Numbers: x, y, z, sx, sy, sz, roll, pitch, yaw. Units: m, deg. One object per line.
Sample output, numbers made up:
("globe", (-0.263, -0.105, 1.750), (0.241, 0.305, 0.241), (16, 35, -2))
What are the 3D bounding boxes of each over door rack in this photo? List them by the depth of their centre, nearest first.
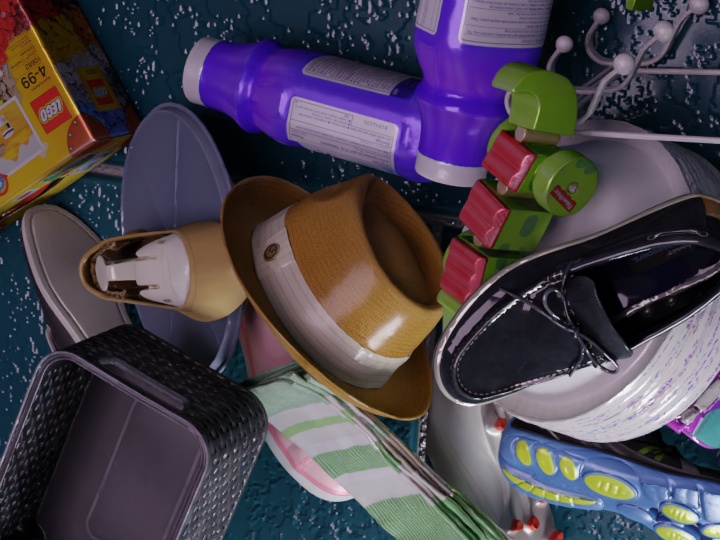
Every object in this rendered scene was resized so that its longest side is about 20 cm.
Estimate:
("over door rack", (0.209, -0.116, 1.297), (0.200, 0.148, 0.067), (16, 119, 23))

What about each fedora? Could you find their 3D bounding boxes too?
("fedora", (0.000, 0.000, 1.356), (0.082, 0.201, 0.201), (-41, 81, 23))

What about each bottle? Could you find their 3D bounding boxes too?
("bottle", (0.076, -0.153, 1.317), (0.065, 0.083, 0.200), (34, 119, 50))
("bottle", (-0.025, -0.114, 1.440), (0.200, 0.084, 0.065), (17, 104, 22))

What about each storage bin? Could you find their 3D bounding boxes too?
("storage bin", (-0.164, 0.153, 1.403), (0.135, 0.094, 0.200), (29, 110, 16))

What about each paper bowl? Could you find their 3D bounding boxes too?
("paper bowl", (0.139, 0.001, 1.331), (0.200, 0.104, 0.201), (-23, 57, 41))

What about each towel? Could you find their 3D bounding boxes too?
("towel", (0.009, 0.137, 1.400), (0.200, 0.023, 0.153), (42, 160, -8))

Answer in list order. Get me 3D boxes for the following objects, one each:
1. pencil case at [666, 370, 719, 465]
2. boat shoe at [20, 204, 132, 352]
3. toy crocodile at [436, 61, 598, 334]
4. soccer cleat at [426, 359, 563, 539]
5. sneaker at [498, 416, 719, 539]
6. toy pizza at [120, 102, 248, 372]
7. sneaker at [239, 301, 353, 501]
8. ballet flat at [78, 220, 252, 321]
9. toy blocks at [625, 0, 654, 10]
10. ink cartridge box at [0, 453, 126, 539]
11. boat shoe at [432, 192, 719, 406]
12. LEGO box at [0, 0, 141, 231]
("pencil case", (0.260, 0.026, 1.329), (0.085, 0.092, 0.200), (37, 114, -6))
("boat shoe", (-0.203, 0.044, 1.577), (0.200, 0.074, 0.060), (56, 135, 12))
("toy crocodile", (0.085, -0.028, 1.260), (0.068, 0.062, 0.200), (44, 123, 46))
("soccer cleat", (0.088, 0.151, 1.461), (0.077, 0.069, 0.200), (-2, 102, 47))
("sneaker", (0.193, 0.129, 1.394), (0.199, 0.083, 0.071), (18, 137, 8))
("toy pizza", (-0.120, -0.021, 1.500), (0.200, 0.032, 0.201), (24, 118, 58))
("sneaker", (-0.030, 0.062, 1.472), (0.105, 0.075, 0.201), (-26, 84, 58))
("ballet flat", (-0.136, 0.003, 1.436), (0.200, 0.063, 0.069), (-5, 91, 62))
("toy blocks", (0.155, -0.282, 1.332), (0.137, 0.100, 0.200), (27, 113, 32))
("ink cartridge box", (-0.202, 0.239, 1.569), (0.146, 0.147, 0.200), (6, 102, 25))
("boat shoe", (0.130, 0.022, 1.216), (0.200, 0.062, 0.075), (-28, 113, 11))
("LEGO box", (-0.283, -0.116, 1.579), (0.200, 0.077, 0.149), (-31, 85, 28))
